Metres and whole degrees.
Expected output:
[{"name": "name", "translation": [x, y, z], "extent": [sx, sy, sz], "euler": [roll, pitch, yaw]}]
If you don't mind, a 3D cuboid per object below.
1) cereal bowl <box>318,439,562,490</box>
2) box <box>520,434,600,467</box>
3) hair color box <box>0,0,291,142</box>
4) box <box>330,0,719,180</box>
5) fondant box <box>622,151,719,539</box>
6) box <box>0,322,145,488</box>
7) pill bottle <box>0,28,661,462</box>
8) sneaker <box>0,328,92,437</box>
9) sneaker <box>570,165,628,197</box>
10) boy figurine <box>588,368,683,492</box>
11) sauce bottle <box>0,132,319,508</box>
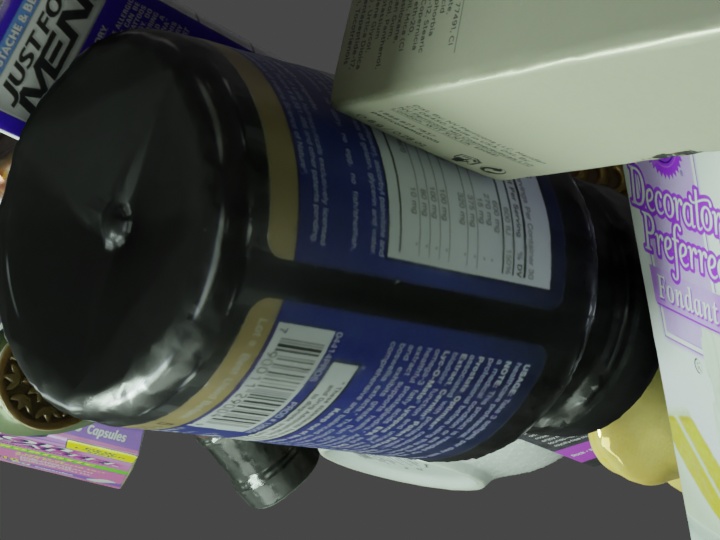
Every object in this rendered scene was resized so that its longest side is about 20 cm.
[{"name": "cereal bowl", "translation": [0.032, 0.071, 1.220], "extent": [0.200, 0.084, 0.200], "euler": [11, 167, 3]}, {"name": "box", "translation": [0.097, 0.038, 1.059], "extent": [0.200, 0.036, 0.143], "euler": [21, 149, -37]}, {"name": "hair color box", "translation": [-0.071, -0.060, 0.734], "extent": [0.200, 0.065, 0.109], "euler": [27, -177, -43]}, {"name": "box", "translation": [0.082, -0.076, 0.552], "extent": [0.068, 0.082, 0.200], "euler": [22, 165, -34]}, {"name": "fondant box", "translation": [0.141, 0.035, 0.637], "extent": [0.058, 0.201, 0.144], "euler": [-16, -164, -17]}, {"name": "box", "translation": [-0.218, 0.064, 1.396], "extent": [0.175, 0.097, 0.200], "euler": [14, 166, -7]}, {"name": "pill bottle", "translation": [0.000, 0.000, 0.670], "extent": [0.200, 0.112, 0.112], "euler": [11, 171, -42]}, {"name": "sneaker", "translation": [-0.105, 0.029, 1.049], "extent": [0.200, 0.067, 0.090], "euler": [-21, -177, -36]}, {"name": "sneaker", "translation": [0.114, -0.002, 0.851], "extent": [0.200, 0.075, 0.090], "euler": [16, 161, -13]}, {"name": "boy figurine", "translation": [0.155, 0.060, 0.820], "extent": [0.200, 0.065, 0.124], "euler": [18, 177, -32]}, {"name": "sauce bottle", "translation": [-0.091, 0.019, 0.964], "extent": [0.200, 0.066, 0.066], "euler": [50, 153, -17]}]
